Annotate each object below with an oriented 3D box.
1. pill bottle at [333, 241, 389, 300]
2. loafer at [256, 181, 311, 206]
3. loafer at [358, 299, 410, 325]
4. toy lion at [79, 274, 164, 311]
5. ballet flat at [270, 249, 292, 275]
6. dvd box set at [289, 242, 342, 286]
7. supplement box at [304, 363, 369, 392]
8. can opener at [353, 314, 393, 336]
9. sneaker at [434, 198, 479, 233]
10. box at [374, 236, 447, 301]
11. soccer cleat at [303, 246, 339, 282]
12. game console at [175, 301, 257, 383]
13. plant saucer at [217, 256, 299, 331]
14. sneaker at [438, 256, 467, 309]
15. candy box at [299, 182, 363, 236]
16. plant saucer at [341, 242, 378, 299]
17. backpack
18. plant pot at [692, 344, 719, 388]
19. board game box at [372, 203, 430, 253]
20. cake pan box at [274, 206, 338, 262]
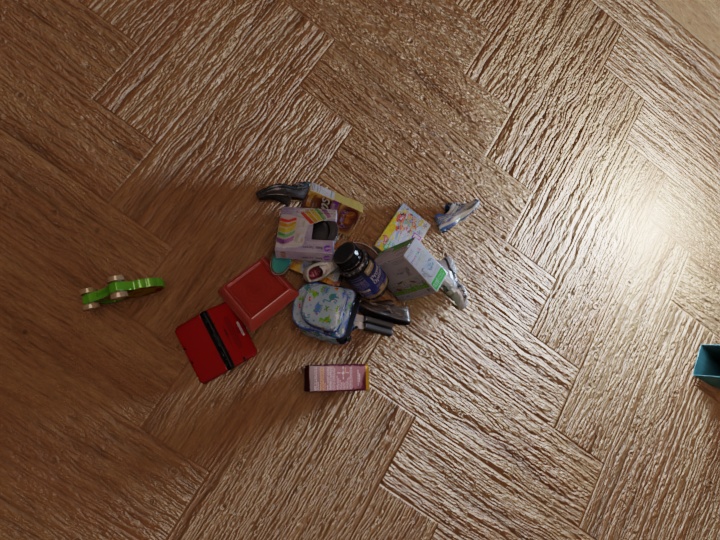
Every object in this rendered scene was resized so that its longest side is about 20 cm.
[{"bbox_3d":[0.000,0.000,1.650,0.200,0.111,0.113,47,68,-40],"label":"pill bottle"},{"bbox_3d":[-0.258,-0.258,1.758,0.197,0.073,0.073,-10,87,-15],"label":"loafer"},{"bbox_3d":[0.084,0.136,1.782,0.198,0.073,0.072,18,65,-16],"label":"loafer"},{"bbox_3d":[-0.704,0.062,1.537,0.198,0.191,0.070,-19,83,23],"label":"toy lion"},{"bbox_3d":[-0.261,-0.063,1.711,0.068,0.071,0.202,21,60,-19],"label":"ballet flat"},{"bbox_3d":[-0.139,-0.040,1.742,0.198,0.029,0.148,22,79,3],"label":"dvd box set"},{"bbox_3d":[-0.080,0.351,1.670,0.197,0.110,0.087,2,79,-15],"label":"supplement box"},{"bbox_3d":[0.020,0.187,1.760,0.197,0.067,0.053,14,56,-18],"label":"can opener"},{"bbox_3d":[0.363,-0.228,1.918,0.199,0.077,0.086,-34,85,-19],"label":"sneaker"},{"bbox_3d":[0.158,0.002,1.730,0.177,0.199,0.097,46,58,-15],"label":"box"},{"bbox_3d":[-0.097,-0.018,1.672,0.199,0.086,0.070,-32,102,-4],"label":"soccer cleat"},{"bbox_3d":[-0.461,0.228,1.639,0.172,0.118,0.202,-26,87,-49],"label":"game console"},{"bbox_3d":[-0.333,0.064,1.650,0.199,0.037,0.200,-38,65,-19],"label":"plant saucer"},{"bbox_3d":[0.306,0.056,1.851,0.113,0.075,0.202,-16,79,-17],"label":"sneaker"},{"bbox_3d":[-0.103,-0.208,1.754,0.198,0.117,0.057,22,37,-14],"label":"candy box"},{"bbox_3d":[-0.017,0.003,1.791,0.197,0.037,0.204,3,79,-15],"label":"plant saucer"},{"bbox_3d":[-0.121,0.128,1.661,0.197,0.147,0.185,10,69,17],"label":"backpack"},{"bbox_3d":[1.499,0.411,2.075,0.199,0.141,0.143,32,73,-15],"label":"plant pot"},{"bbox_3d":[0.151,-0.126,1.861,0.134,0.034,0.201,36,73,-7],"label":"board game box"},{"bbox_3d":[-0.172,-0.120,1.670,0.197,0.053,0.186,5,58,0],"label":"cake pan box"}]
